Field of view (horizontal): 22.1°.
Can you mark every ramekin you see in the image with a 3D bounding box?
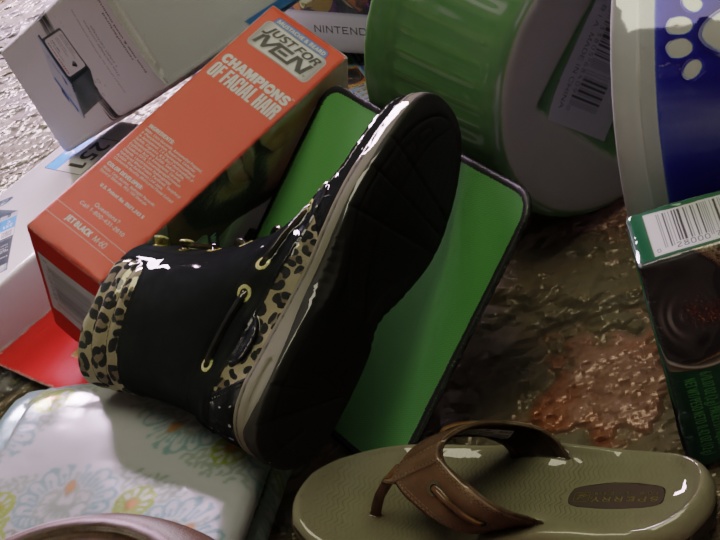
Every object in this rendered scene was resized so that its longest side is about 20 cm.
[{"bbox_3d":[0.108,-0.128,1.022,0.199,0.201,0.097,-36,43,-21],"label":"ramekin"}]

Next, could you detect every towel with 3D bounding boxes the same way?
[{"bbox_3d":[-0.124,0.126,0.926,0.170,0.048,0.201,-5,37,19],"label":"towel"}]

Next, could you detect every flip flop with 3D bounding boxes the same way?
[{"bbox_3d":[0.062,0.098,0.844,0.198,0.058,0.081,-3,40,24],"label":"flip flop"}]

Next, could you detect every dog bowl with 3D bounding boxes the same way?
[{"bbox_3d":[0.184,-0.088,0.911,0.078,0.201,0.201,-3,37,22],"label":"dog bowl"}]

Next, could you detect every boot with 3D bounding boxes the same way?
[{"bbox_3d":[-0.049,-0.009,0.936,0.153,0.073,0.205,13,68,42],"label":"boot"}]

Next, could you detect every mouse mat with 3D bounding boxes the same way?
[{"bbox_3d":[0.000,0.000,0.977,0.200,0.007,0.162,35,101,51],"label":"mouse mat"}]

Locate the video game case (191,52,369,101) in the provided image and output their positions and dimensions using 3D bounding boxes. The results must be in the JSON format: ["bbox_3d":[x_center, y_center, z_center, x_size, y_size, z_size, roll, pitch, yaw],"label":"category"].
[{"bbox_3d":[-0.003,-0.128,1.222,0.198,0.018,0.143,-19,33,-8],"label":"video game case"}]

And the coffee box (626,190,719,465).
[{"bbox_3d":[0.228,0.007,0.824,0.198,0.124,0.044,-15,32,7],"label":"coffee box"}]

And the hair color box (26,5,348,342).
[{"bbox_3d":[-0.093,-0.045,1.064,0.064,0.111,0.200,35,66,20],"label":"hair color box"}]

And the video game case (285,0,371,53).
[{"bbox_3d":[0.010,-0.237,1.178,0.180,0.202,0.036,9,26,31],"label":"video game case"}]

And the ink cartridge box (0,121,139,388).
[{"bbox_3d":[-0.170,-0.016,1.153,0.175,0.045,0.200,13,46,42],"label":"ink cartridge box"}]

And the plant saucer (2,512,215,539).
[{"bbox_3d":[-0.136,0.176,0.799,0.198,0.032,0.201,-14,38,11],"label":"plant saucer"}]

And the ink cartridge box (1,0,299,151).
[{"bbox_3d":[-0.123,-0.162,1.153,0.146,0.086,0.200,-37,7,-25],"label":"ink cartridge box"}]
